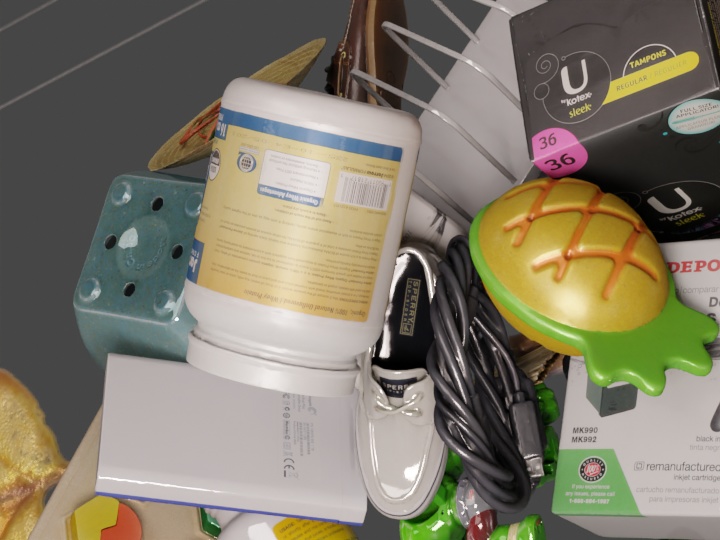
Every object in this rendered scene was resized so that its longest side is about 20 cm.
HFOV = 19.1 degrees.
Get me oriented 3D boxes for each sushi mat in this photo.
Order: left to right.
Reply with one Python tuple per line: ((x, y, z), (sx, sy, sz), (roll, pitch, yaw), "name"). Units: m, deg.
((0.066, 0.105, 1.657), (0.199, 0.096, 0.012), (-26, 98, 24), "sushi mat")

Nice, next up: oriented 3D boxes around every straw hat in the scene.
((-0.084, -0.110, 1.845), (0.200, 0.085, 0.201), (-34, 13, 9), "straw hat")

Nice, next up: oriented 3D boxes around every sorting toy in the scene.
((-0.151, 0.200, 1.687), (0.184, 0.037, 0.201), (27, 53, -1), "sorting toy")

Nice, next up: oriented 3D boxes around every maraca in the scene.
((0.158, 0.011, 1.472), (0.200, 0.136, 0.108), (48, 145, 32), "maraca")

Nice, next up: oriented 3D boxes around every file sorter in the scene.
((0.083, -0.151, 1.687), (0.138, 0.124, 0.201), (29, 83, 45), "file sorter")

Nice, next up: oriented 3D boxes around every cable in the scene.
((0.079, 0.074, 1.508), (0.050, 0.163, 0.202), (-14, 81, 20), "cable")

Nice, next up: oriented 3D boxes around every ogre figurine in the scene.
((0.085, 0.179, 1.605), (0.119, 0.098, 0.202), (-5, 73, 25), "ogre figurine")

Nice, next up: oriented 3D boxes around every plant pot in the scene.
((-0.119, 0.015, 1.750), (0.194, 0.200, 0.198), (8, 76, 36), "plant pot")

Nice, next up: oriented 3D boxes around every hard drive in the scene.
((-0.096, 0.126, 1.607), (0.133, 0.198, 0.026), (-92, 13, -49), "hard drive")

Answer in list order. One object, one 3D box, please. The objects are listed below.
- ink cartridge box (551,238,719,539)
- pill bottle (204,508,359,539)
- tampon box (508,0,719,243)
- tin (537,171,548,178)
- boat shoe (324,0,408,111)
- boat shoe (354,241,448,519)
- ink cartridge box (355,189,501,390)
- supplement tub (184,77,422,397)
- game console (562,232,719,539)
((0.224, 0.084, 1.522), (0.145, 0.084, 0.202), (-4, 69, 36), "ink cartridge box")
((-0.043, 0.233, 1.626), (0.104, 0.104, 0.201), (-37, 75, 16), "pill bottle")
((0.224, -0.118, 1.569), (0.149, 0.200, 0.127), (-21, 59, 26), "tampon box")
((0.138, -0.038, 1.700), (0.111, 0.042, 0.201), (-33, 55, 14), "tin")
((0.000, -0.158, 1.824), (0.070, 0.070, 0.202), (-8, 66, 27), "boat shoe")
((0.032, 0.080, 1.547), (0.071, 0.066, 0.202), (9, 89, 11), "boat shoe")
((0.000, 0.000, 1.625), (0.145, 0.199, 0.084), (-54, 13, 1), "ink cartridge box")
((-0.044, -0.024, 1.497), (0.144, 0.144, 0.202), (16, 96, 38), "supplement tub")
((0.253, 0.088, 1.569), (0.176, 0.031, 0.201), (-38, 53, 15), "game console")
